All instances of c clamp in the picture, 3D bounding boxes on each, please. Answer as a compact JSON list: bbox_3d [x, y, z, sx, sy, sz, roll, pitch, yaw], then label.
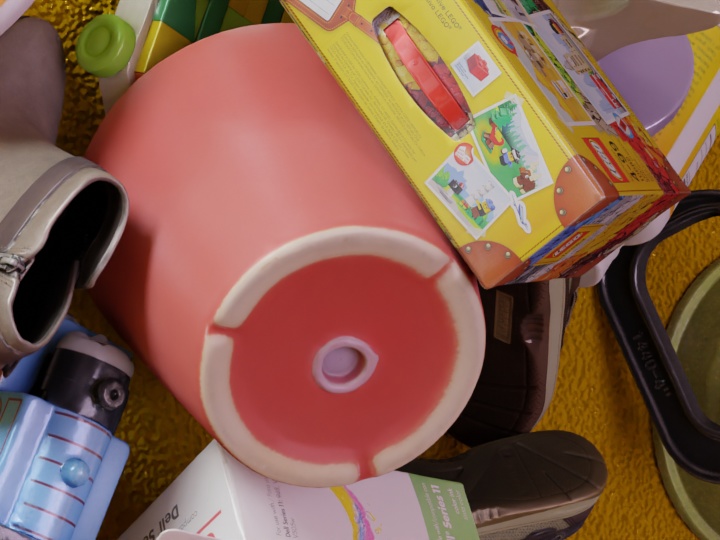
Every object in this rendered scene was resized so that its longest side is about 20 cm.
[{"bbox_3d":[0.231,0.035,1.730,0.027,0.171,0.200,-5,63,-59],"label":"c clamp"}]

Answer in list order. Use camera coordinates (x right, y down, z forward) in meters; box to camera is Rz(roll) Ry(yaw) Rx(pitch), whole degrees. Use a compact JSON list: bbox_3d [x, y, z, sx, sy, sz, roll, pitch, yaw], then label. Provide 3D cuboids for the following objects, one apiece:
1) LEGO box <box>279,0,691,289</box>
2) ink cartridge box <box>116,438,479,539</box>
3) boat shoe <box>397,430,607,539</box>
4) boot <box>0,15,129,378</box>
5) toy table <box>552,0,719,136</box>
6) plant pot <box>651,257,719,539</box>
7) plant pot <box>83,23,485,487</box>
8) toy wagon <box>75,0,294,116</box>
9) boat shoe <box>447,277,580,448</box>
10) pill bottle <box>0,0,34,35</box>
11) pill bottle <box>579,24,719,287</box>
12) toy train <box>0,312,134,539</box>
[{"bbox_3d":[0.056,-0.094,1.446,0.200,0.077,0.149,55,19,11],"label":"LEGO box"},{"bbox_3d":[-0.049,0.149,1.506,0.199,0.117,0.067,14,46,-35],"label":"ink cartridge box"},{"bbox_3d":[0.040,0.141,1.642,0.200,0.072,0.066,-11,134,-14],"label":"boat shoe"},{"bbox_3d":[-0.161,-0.038,1.449,0.070,0.146,0.201,29,73,-33],"label":"boot"},{"bbox_3d":[0.092,-0.139,1.603,0.199,0.117,0.185,0,69,-9],"label":"toy table"},{"bbox_3d":[0.310,0.086,1.795,0.200,0.184,0.201,-2,93,-37],"label":"plant pot"},{"bbox_3d":[-0.030,0.003,1.460,0.200,0.177,0.201,-8,120,-14],"label":"plant pot"},{"bbox_3d":[-0.084,-0.099,1.551,0.155,0.039,0.201,32,72,-50],"label":"toy wagon"},{"bbox_3d":[0.091,0.020,1.646,0.075,0.075,0.203,-50,163,-38],"label":"boat shoe"},{"bbox_3d":[-0.242,-0.196,1.403,0.200,0.112,0.112,49,64,-29],"label":"pill bottle"},{"bbox_3d":[0.152,-0.092,1.714,0.109,0.109,0.200,45,65,-30],"label":"pill bottle"},{"bbox_3d":[-0.172,0.112,1.466,0.087,0.114,0.201,32,73,-35],"label":"toy train"}]
